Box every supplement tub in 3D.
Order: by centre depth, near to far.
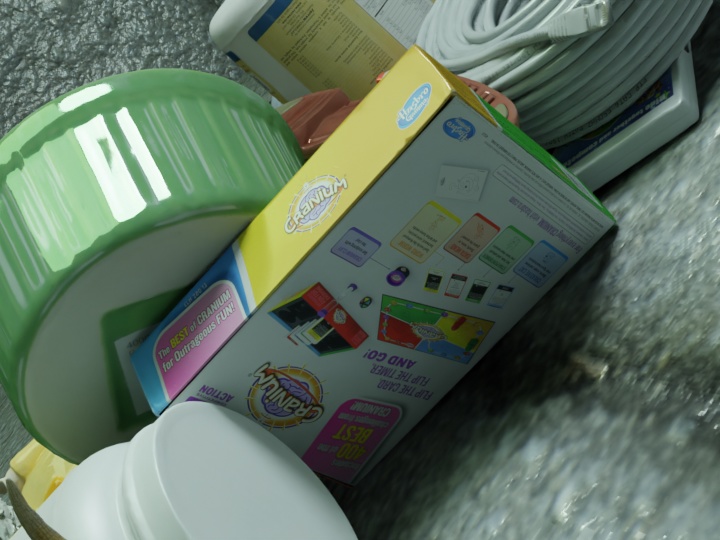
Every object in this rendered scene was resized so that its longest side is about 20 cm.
[{"bbox_3d":[-0.105,0.170,0.585,0.200,0.145,0.145,-45,15,18],"label":"supplement tub"},{"bbox_3d":[-0.002,-0.173,1.017,0.145,0.200,0.145,-45,15,16],"label":"supplement tub"}]

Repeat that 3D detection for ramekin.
[{"bbox_3d":[-0.100,0.009,0.666,0.200,0.199,0.098,-47,48,14],"label":"ramekin"}]

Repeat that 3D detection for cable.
[{"bbox_3d":[0.116,-0.159,0.739,0.199,0.069,0.201,-23,37,49],"label":"cable"}]

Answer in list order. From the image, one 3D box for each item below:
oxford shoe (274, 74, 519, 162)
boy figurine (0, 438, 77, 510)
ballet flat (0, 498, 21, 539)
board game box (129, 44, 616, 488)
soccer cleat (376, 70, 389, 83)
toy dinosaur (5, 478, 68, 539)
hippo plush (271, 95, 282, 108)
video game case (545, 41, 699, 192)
[{"bbox_3d":[0.018,-0.060,0.724,0.071,0.074,0.199,-41,28,-28],"label":"oxford shoe"},{"bbox_3d":[-0.179,0.139,0.837,0.124,0.064,0.201,22,78,34],"label":"boy figurine"},{"bbox_3d":[-0.184,0.216,0.735,0.071,0.201,0.072,-21,-16,-6],"label":"ballet flat"},{"bbox_3d":[0.009,0.009,0.632,0.200,0.153,0.040,-46,48,13],"label":"board game box"},{"bbox_3d":[0.040,-0.094,0.867,0.077,0.070,0.200,-4,23,20],"label":"soccer cleat"},{"bbox_3d":[-0.052,0.154,0.483,0.058,0.198,0.102,62,-131,-73],"label":"toy dinosaur"},{"bbox_3d":[-0.069,-0.087,1.155,0.160,0.201,0.160,-20,25,17],"label":"hippo plush"},{"bbox_3d":[0.128,-0.114,0.762,0.143,0.018,0.201,-35,30,34],"label":"video game case"}]
